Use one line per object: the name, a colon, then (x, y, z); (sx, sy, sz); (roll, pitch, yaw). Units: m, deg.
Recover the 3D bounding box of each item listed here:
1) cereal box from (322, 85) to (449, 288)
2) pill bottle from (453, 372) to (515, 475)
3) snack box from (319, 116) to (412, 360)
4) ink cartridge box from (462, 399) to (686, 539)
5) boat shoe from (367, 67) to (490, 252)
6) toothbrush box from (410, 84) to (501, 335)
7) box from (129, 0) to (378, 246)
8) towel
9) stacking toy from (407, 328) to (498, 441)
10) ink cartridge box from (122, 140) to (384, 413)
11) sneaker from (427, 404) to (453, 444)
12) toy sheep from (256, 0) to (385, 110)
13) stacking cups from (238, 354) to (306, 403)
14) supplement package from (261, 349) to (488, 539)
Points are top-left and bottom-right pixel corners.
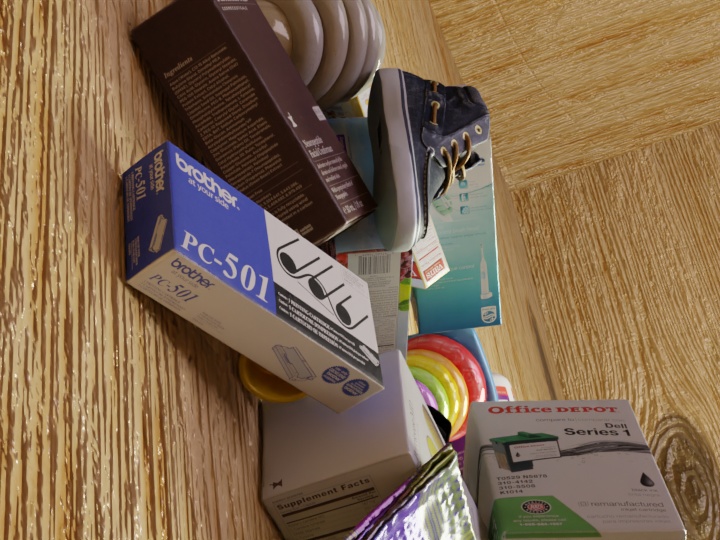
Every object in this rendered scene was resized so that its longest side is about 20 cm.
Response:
cereal box: (-0.006, -0.083, 1.398); (0.144, 0.040, 0.200); (12, -50, 49)
pill bottle: (0.127, 0.215, 1.618); (0.112, 0.112, 0.200); (47, 27, -66)
snack box: (0.000, 0.000, 1.287); (0.169, 0.068, 0.200); (-98, -174, -46)
ink cartridge box: (0.167, 0.187, 1.252); (0.200, 0.146, 0.084); (-100, -170, -64)
boat shoe: (0.058, -0.088, 1.191); (0.200, 0.091, 0.071); (-93, -168, -47)
toothbrush box: (0.080, -0.061, 1.488); (0.146, 0.085, 0.200); (-102, -174, -62)
box: (-0.074, -0.108, 1.121); (0.200, 0.075, 0.100); (58, 17, -1)
towel: (0.022, 0.221, 0.989); (0.200, 0.023, 0.144); (-39, 124, -40)
stacking toy: (0.046, 0.126, 1.435); (0.200, 0.116, 0.110); (-24, 97, -68)
ink cartridge box: (-0.067, 0.008, 0.988); (0.200, 0.044, 0.094); (35, 33, -40)
sneaker: (0.055, 0.161, 1.301); (0.075, 0.085, 0.200); (34, 0, 29)
toy sheep: (-0.044, -0.194, 1.254); (0.200, 0.138, 0.138); (-9, 80, -51)
stacking cups: (-0.056, 0.017, 1.149); (0.200, 0.060, 0.061); (-91, 159, -58)
supplement package: (0.016, 0.176, 1.111); (0.114, 0.109, 0.200); (-95, 163, -52)
